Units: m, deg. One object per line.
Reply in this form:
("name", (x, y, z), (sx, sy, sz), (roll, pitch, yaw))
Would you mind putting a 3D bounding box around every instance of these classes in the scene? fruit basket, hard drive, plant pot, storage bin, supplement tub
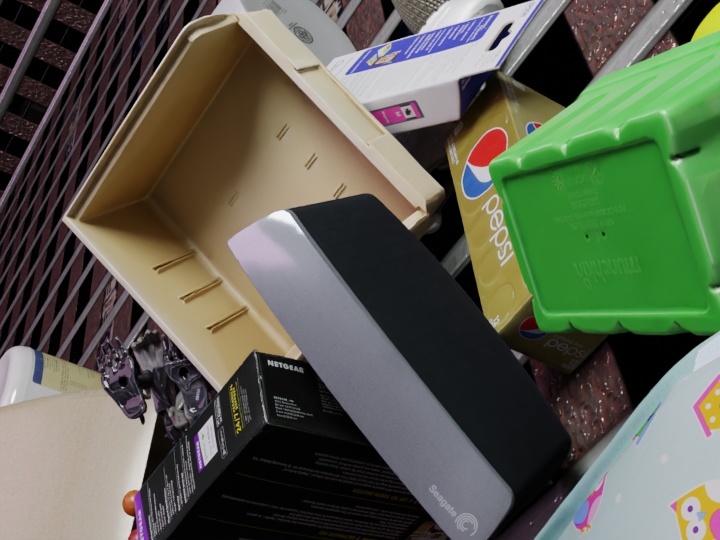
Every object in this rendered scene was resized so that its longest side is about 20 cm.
("fruit basket", (0.184, -0.057, 0.531), (0.215, 0.213, 0.158), (-12, 98, 61))
("hard drive", (0.028, 0.043, 0.603), (0.042, 0.134, 0.201), (-44, 77, 26))
("plant pot", (-0.265, 0.224, 1.023), (0.201, 0.174, 0.203), (89, -172, -60))
("storage bin", (-0.074, -0.043, 0.797), (0.199, 0.200, 0.093), (-49, -10, 29))
("supplement tub", (-0.305, 0.179, 1.211), (0.144, 0.198, 0.146), (-45, 32, 38))

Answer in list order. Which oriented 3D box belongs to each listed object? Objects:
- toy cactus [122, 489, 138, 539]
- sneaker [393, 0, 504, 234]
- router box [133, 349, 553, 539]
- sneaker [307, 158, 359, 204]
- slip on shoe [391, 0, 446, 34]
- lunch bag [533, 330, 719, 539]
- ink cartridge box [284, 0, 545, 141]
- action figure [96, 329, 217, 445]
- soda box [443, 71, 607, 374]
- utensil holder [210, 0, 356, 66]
("toy cactus", (-0.090, 0.165, 0.872), (0.165, 0.200, 0.103), (-43, 70, 5))
("sneaker", (0.071, -0.118, 0.879), (0.087, 0.074, 0.203), (34, 106, 52))
("router box", (-0.010, 0.127, 0.654), (0.149, 0.198, 0.052), (-49, 39, 33))
("sneaker", (0.000, 0.001, 0.868), (0.070, 0.093, 0.202), (-25, -40, -57))
("slip on shoe", (0.085, -0.250, 0.962), (0.061, 0.075, 0.200), (-37, 8, -23))
("lunch bag", (0.159, 0.125, 0.412), (0.201, 0.120, 0.172), (-57, 25, 33))
("ink cartridge box", (0.039, -0.137, 0.810), (0.198, 0.037, 0.095), (-10, 34, 41))
("action figure", (-0.129, 0.088, 0.915), (0.200, 0.117, 0.104), (50, -152, -71))
("soda box", (0.109, -0.036, 0.716), (0.068, 0.063, 0.202), (-51, 30, 32))
("utensil holder", (-0.115, -0.177, 1.176), (0.200, 0.168, 0.171), (-48, 30, 28))
